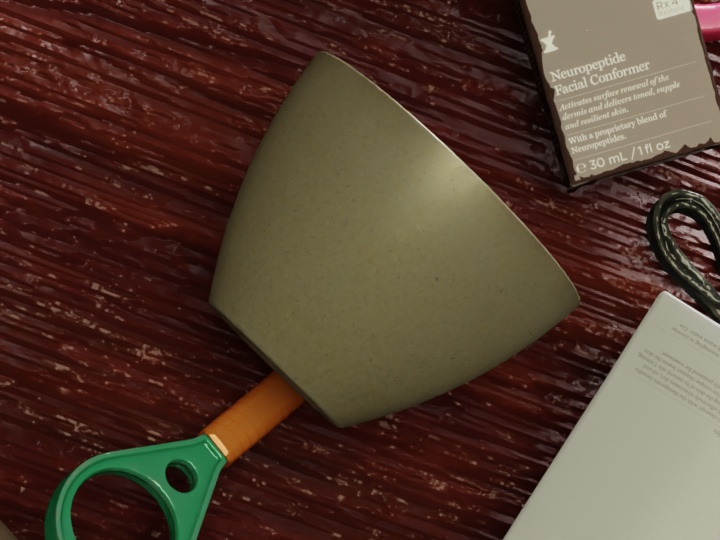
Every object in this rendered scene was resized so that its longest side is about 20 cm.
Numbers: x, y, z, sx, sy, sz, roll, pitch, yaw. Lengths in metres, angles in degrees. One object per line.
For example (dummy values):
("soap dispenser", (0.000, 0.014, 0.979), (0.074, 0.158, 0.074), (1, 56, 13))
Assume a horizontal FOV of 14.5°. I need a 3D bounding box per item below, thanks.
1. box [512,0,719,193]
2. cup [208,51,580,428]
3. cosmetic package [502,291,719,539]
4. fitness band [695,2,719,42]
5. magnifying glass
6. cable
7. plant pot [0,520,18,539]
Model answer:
("box", (0.141, -0.156, 1.638), (0.099, 0.075, 0.201), (-16, 89, 2))
("cup", (0.000, 0.000, 1.550), (0.200, 0.200, 0.143), (44, 86, 0))
("cosmetic package", (0.160, 0.127, 1.577), (0.107, 0.085, 0.201), (33, 84, 15))
("fitness band", (0.178, -0.230, 1.704), (0.144, 0.037, 0.200), (-43, 89, -16))
("magnifying glass", (-0.095, 0.110, 1.546), (0.080, 0.022, 0.200), (50, 48, 2))
("cable", (0.229, 0.045, 1.650), (0.096, 0.050, 0.201), (-10, 82, -7))
("plant pot", (-0.223, 0.201, 1.469), (0.174, 0.200, 0.201), (37, 73, -20))
